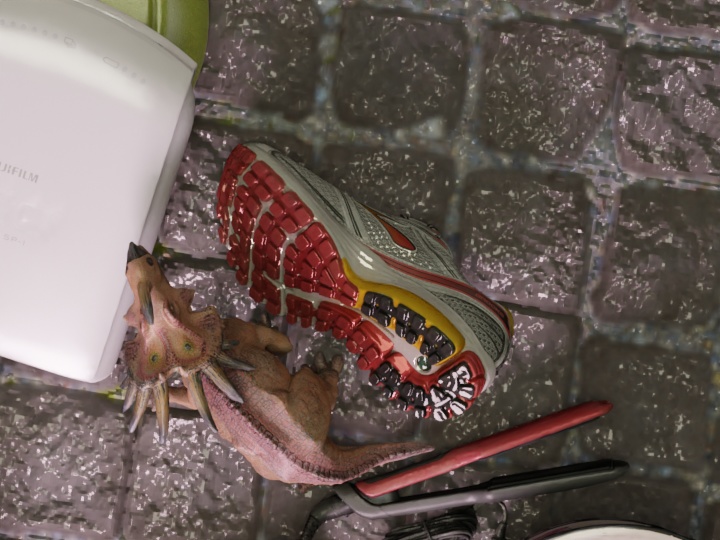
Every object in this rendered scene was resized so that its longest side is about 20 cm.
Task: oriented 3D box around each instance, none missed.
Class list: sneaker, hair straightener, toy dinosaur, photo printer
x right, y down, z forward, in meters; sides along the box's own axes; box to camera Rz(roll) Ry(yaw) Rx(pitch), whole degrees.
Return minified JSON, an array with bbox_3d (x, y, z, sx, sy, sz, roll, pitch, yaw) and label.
[{"bbox_3d":[0.000,0.000,1.186,0.200,0.082,0.078,42,130,12],"label":"sneaker"},{"bbox_3d":[0.058,0.138,1.199,0.198,0.041,0.078,-19,91,1],"label":"hair straightener"},{"bbox_3d":[-0.058,0.073,1.151,0.199,0.136,0.086,33,92,-1],"label":"toy dinosaur"},{"bbox_3d":[-0.184,-0.056,1.153,0.165,0.070,0.202,19,109,-5],"label":"photo printer"}]

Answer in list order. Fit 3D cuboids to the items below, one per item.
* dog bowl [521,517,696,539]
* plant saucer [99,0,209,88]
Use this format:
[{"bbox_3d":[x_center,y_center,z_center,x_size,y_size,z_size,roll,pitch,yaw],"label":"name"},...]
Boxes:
[{"bbox_3d":[0.133,0.227,1.172,0.198,0.074,0.202,0,101,-2],"label":"dog bowl"},{"bbox_3d":[-0.185,-0.145,1.198,0.198,0.031,0.202,0,92,0],"label":"plant saucer"}]
